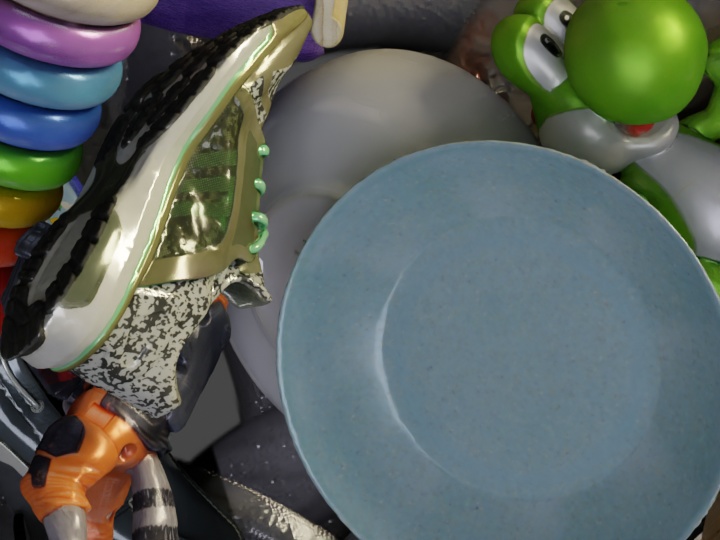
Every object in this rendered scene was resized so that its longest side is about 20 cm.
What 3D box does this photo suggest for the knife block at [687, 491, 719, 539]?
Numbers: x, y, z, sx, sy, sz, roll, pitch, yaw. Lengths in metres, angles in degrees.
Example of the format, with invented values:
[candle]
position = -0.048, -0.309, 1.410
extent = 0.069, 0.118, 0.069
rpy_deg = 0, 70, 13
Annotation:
[knife block]
position = 0.195, 0.108, 0.815
extent = 0.175, 0.064, 0.200
rpy_deg = -7, 135, 31

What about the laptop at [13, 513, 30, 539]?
[laptop]
position = -0.102, 0.241, 0.926
extent = 0.115, 0.200, 0.188
rpy_deg = -14, 114, -10

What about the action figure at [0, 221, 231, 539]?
[action figure]
position = -0.099, 0.070, 0.794
extent = 0.104, 0.200, 0.194
rpy_deg = 12, 73, 14

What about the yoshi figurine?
[yoshi figurine]
position = 0.144, -0.049, 0.751
extent = 0.200, 0.112, 0.112
rpy_deg = 43, 115, -8

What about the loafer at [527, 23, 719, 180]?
[loafer]
position = 0.154, -0.070, 0.836
extent = 0.199, 0.068, 0.076
rpy_deg = -22, 111, 28

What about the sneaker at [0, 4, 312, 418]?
[sneaker]
position = -0.068, -0.024, 0.731
extent = 0.089, 0.077, 0.200
rpy_deg = 42, 66, -25

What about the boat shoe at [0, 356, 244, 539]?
[boat shoe]
position = -0.133, 0.094, 0.912
extent = 0.200, 0.073, 0.062
rpy_deg = 39, 112, -9

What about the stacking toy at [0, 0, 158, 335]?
[stacking toy]
position = -0.155, -0.054, 0.754
extent = 0.085, 0.085, 0.200
rpy_deg = 21, 116, -7

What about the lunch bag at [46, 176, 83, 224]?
[lunch bag]
position = -0.222, -0.024, 0.847
extent = 0.200, 0.094, 0.151
rpy_deg = -34, 89, 3

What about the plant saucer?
[plant saucer]
position = 0.062, 0.042, 0.734
extent = 0.200, 0.039, 0.202
rpy_deg = 5, 104, 21

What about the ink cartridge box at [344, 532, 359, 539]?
[ink cartridge box]
position = 0.066, 0.233, 0.920
extent = 0.200, 0.146, 0.088
rpy_deg = 30, 130, -12

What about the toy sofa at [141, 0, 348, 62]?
[toy sofa]
position = -0.102, -0.147, 0.797
extent = 0.199, 0.083, 0.098
rpy_deg = 11, 113, -4

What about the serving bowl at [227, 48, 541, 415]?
[serving bowl]
position = 0.000, 0.000, 0.815
extent = 0.199, 0.066, 0.201
rpy_deg = 11, 108, 34
